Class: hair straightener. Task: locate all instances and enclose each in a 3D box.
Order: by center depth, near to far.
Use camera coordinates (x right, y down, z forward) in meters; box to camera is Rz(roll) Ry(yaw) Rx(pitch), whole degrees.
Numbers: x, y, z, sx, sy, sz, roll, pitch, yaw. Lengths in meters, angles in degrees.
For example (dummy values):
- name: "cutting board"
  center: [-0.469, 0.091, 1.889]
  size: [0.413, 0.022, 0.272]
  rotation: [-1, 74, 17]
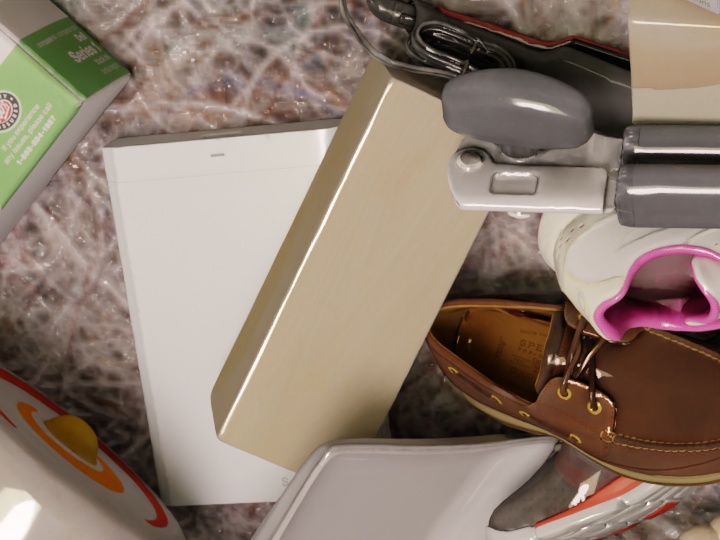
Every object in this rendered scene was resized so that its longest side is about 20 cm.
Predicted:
- name: "hair straightener"
  center: [0.077, -0.102, 1.076]
  size: [0.199, 0.077, 0.041]
  rotation: [25, 116, 5]

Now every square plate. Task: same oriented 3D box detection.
- name: "square plate"
  center: [-0.009, 0.155, 1.131]
  size: [0.028, 0.197, 0.201]
  rotation: [46, 115, 29]

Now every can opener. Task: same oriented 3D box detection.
- name: "can opener"
  center: [0.133, -0.050, 1.011]
  size: [0.198, 0.053, 0.067]
  rotation: [5, 138, 11]

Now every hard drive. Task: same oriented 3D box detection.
- name: "hard drive"
  center: [-0.058, 0.025, 1.177]
  size: [0.131, 0.026, 0.202]
  rotation: [-4, 105, 15]

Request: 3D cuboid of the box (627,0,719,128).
- name: "box"
  center: [0.226, -0.117, 1.014]
  size: [0.198, 0.096, 0.078]
  rotation: [4, 146, 12]

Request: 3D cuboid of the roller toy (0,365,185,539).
- name: "roller toy"
  center: [-0.186, 0.134, 1.148]
  size: [0.182, 0.200, 0.140]
  rotation: [39, 92, -22]

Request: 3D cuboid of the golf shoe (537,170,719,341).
- name: "golf shoe"
  center: [0.187, -0.006, 1.052]
  size: [0.198, 0.092, 0.076]
  rotation: [-8, 126, -2]

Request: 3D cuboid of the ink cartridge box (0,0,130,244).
- name: "ink cartridge box"
  center: [-0.244, -0.110, 1.150]
  size: [0.200, 0.084, 0.146]
  rotation: [42, 111, -1]

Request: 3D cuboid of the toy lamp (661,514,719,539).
- name: "toy lamp"
  center: [0.149, 0.146, 1.107]
  size: [0.199, 0.058, 0.059]
  rotation: [-21, 103, -13]

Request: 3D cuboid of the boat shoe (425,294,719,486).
- name: "boat shoe"
  center: [0.111, 0.053, 1.072]
  size: [0.199, 0.067, 0.073]
  rotation: [13, 77, 42]

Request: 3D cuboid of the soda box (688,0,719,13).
- name: "soda box"
  center: [0.096, -0.195, 1.003]
  size: [0.199, 0.068, 0.064]
  rotation: [29, 154, 27]

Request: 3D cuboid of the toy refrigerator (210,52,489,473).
- name: "toy refrigerator"
  center: [0.000, 0.000, 1.111]
  size: [0.075, 0.070, 0.201]
  rotation: [23, 103, -13]

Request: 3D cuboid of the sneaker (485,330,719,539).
- name: "sneaker"
  center: [0.142, 0.077, 1.132]
  size: [0.199, 0.077, 0.082]
  rotation: [-33, 70, 20]
